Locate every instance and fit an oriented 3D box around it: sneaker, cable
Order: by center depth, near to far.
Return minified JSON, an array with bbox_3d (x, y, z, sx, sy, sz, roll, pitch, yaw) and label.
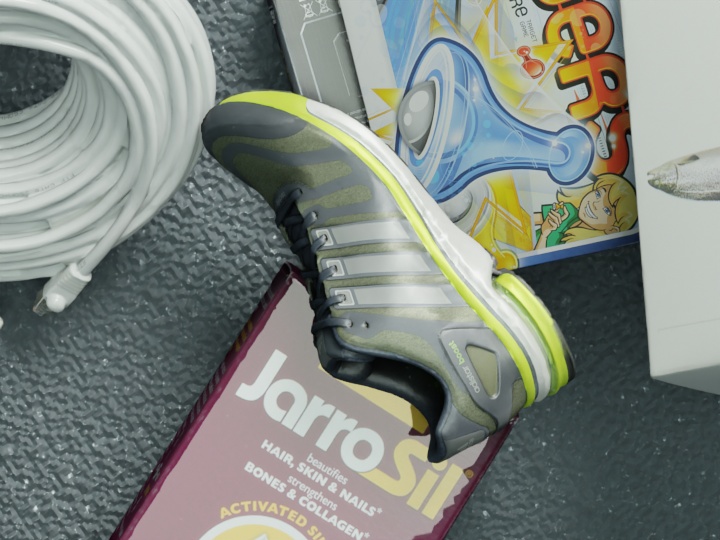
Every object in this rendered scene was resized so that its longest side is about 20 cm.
[{"bbox_3d":[0.000,0.000,1.194,0.200,0.074,0.081,42,67,10],"label":"sneaker"},{"bbox_3d":[-0.164,-0.083,1.223,0.200,0.069,0.200,-37,127,22],"label":"cable"}]

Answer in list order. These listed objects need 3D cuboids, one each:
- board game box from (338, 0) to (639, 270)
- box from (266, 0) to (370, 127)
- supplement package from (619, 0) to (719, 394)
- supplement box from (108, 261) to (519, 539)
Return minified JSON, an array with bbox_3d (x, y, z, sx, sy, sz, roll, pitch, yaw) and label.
[{"bbox_3d":[0.065,-0.102,1.230,0.135,0.034,0.201,-13,95,21],"label":"board game box"},{"bbox_3d":[0.071,-0.088,1.296,0.199,0.048,0.159,-17,95,-1],"label":"box"},{"bbox_3d":[0.193,-0.052,1.178,0.117,0.117,0.201,-12,75,32],"label":"supplement package"},{"bbox_3d":[-0.033,0.114,1.276,0.131,0.103,0.200,32,91,-3],"label":"supplement box"}]
